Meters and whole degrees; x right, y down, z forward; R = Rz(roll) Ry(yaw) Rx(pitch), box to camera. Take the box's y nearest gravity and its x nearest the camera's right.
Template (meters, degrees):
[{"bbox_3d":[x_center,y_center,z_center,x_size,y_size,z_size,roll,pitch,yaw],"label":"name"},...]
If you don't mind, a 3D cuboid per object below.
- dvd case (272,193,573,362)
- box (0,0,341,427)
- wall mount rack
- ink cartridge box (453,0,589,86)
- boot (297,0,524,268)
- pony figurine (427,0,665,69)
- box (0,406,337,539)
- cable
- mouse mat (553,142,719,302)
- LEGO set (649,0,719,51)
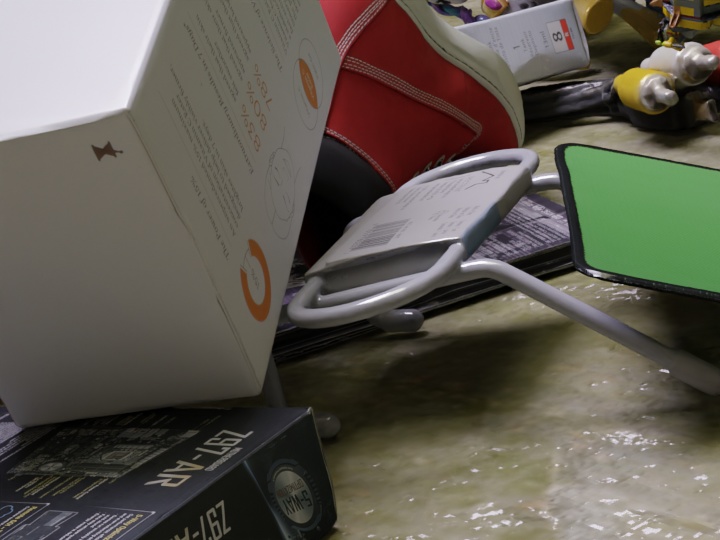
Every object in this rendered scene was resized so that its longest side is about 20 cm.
[{"bbox_3d":[0.000,0.000,0.912,0.200,0.016,0.149,-17,17,-13],"label":"dvd case"},{"bbox_3d":[-0.083,-0.060,0.709,0.097,0.125,0.200,-9,38,17],"label":"box"},{"bbox_3d":[0.058,0.006,0.749,0.173,0.075,0.200,-11,15,22],"label":"wall mount rack"},{"bbox_3d":[0.013,-0.106,1.141,0.200,0.050,0.162,-23,8,-40],"label":"ink cartridge box"},{"bbox_3d":[0.016,-0.048,0.914,0.072,0.145,0.200,-2,-18,28],"label":"boot"},{"bbox_3d":[0.136,-0.209,1.327,0.193,0.167,0.200,-33,39,-31],"label":"pony figurine"},{"bbox_3d":[-0.127,0.101,0.614,0.160,0.044,0.200,-3,19,35],"label":"box"},{"bbox_3d":[0.155,-0.111,1.102,0.097,0.050,0.200,-24,18,-24],"label":"cable"},{"bbox_3d":[0.154,-0.012,0.727,0.161,0.008,0.200,11,16,1],"label":"mouse mat"},{"bbox_3d":[0.242,-0.140,1.004,0.153,0.116,0.200,9,38,22],"label":"LEGO set"}]
